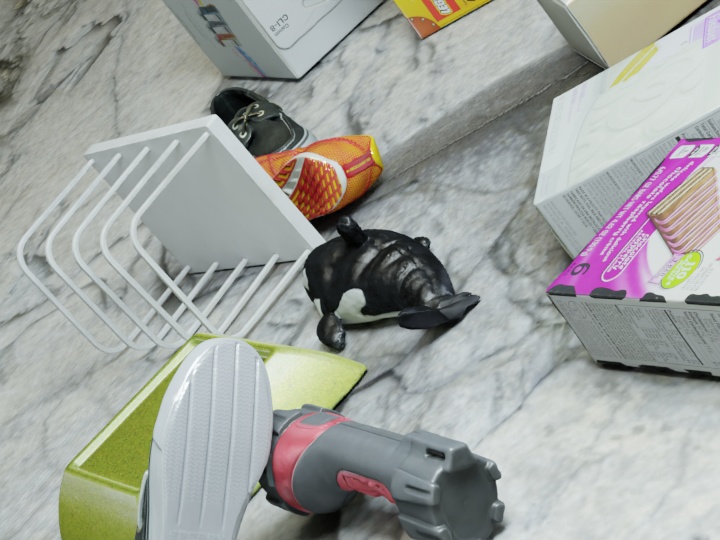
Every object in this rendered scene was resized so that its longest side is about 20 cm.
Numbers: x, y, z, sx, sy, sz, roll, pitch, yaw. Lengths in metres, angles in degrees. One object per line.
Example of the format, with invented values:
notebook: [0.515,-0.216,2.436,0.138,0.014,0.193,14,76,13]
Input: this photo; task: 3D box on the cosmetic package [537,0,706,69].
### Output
cosmetic package: [0.230,-0.240,1.582,0.200,0.071,0.105,-38,21,2]

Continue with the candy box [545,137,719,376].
candy box: [0.209,-0.010,1.160,0.136,0.061,0.200,-47,22,-20]

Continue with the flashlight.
flashlight: [0.008,0.122,1.230,0.200,0.068,0.068,12,73,58]

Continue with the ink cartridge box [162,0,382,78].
ink cartridge box: [-0.091,-0.288,2.113,0.145,0.145,0.200,-45,22,-15]

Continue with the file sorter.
file sorter: [-0.155,-0.019,1.681,0.200,0.139,0.125,-7,40,54]

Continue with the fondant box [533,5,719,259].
fondant box: [0.211,-0.101,1.349,0.200,0.058,0.144,-28,23,25]

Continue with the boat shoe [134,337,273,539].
boat shoe: [-0.106,0.138,1.271,0.071,0.072,0.201,-8,69,61]

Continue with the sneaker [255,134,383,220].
sneaker: [-0.055,-0.065,1.733,0.077,0.073,0.200,-27,14,-39]

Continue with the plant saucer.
plant saucer: [-0.118,0.112,1.475,0.200,0.048,0.200,-47,22,-19]

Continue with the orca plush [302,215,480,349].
orca plush: [0.000,0.000,1.473,0.105,0.071,0.200,-40,21,-1]

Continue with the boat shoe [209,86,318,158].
boat shoe: [-0.092,-0.120,1.893,0.069,0.057,0.200,-41,21,-5]

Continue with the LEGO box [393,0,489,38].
LEGO box: [0.060,-0.326,1.860,0.149,0.200,0.077,-27,23,30]
